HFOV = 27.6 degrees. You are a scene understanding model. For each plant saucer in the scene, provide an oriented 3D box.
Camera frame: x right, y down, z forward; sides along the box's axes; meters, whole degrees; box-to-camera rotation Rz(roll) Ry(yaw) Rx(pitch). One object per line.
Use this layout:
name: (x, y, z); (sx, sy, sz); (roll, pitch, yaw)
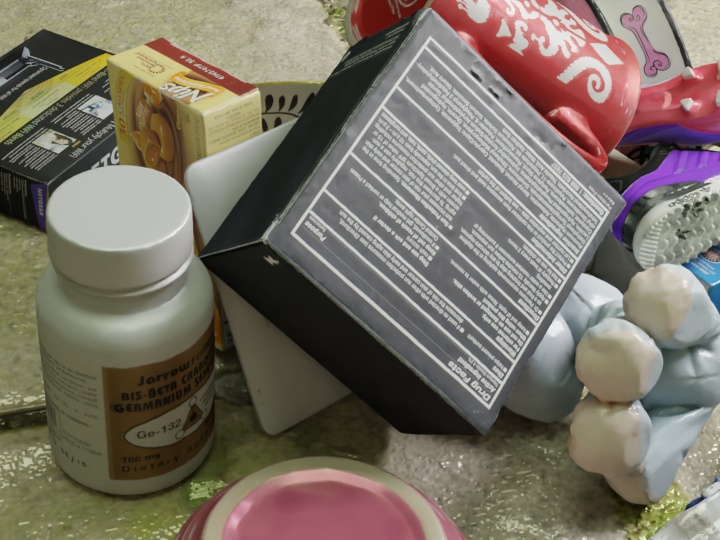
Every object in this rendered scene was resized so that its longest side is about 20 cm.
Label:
plant saucer: (-0.023, 0.185, 0.900); (0.199, 0.051, 0.201); (2, 39, -2)

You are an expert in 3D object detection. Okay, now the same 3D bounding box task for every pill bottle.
pill bottle: (-0.151, 0.039, 0.951); (0.114, 0.201, 0.115); (2, 38, -2)

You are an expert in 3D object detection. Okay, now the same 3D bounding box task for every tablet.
tablet: (-0.044, 0.000, 1.026); (0.130, 0.201, 0.014); (-27, 21, -34)

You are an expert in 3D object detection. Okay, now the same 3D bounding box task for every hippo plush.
hippo plush: (0.170, 0.042, 1.010); (0.200, 0.160, 0.161); (-43, 44, -21)

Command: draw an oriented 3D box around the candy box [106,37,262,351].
candy box: (-0.122, -0.054, 1.065); (0.055, 0.201, 0.115); (-28, 43, -32)

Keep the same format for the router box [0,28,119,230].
router box: (-0.271, -0.127, 1.269); (0.157, 0.052, 0.200); (21, 41, 20)

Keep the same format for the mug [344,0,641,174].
mug: (0.107, -0.158, 1.077); (0.200, 0.134, 0.177); (29, -1, -34)

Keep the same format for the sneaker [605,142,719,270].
sneaker: (0.265, -0.069, 1.123); (0.199, 0.070, 0.100); (-16, 38, -26)

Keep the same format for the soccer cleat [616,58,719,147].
soccer cleat: (0.224, -0.120, 1.164); (0.199, 0.076, 0.067); (-7, 60, 36)

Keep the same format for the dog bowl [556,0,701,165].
dog bowl: (0.220, -0.177, 1.276); (0.074, 0.201, 0.200); (-23, 42, -2)

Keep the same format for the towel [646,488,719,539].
towel: (0.202, 0.210, 0.857); (0.199, 0.024, 0.147); (-31, 48, -8)

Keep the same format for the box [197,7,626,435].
box: (0.035, -0.027, 0.979); (0.200, 0.123, 0.199); (42, 67, -18)

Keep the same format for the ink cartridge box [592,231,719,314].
ink cartridge box: (0.300, -0.029, 1.185); (0.199, 0.067, 0.116); (-24, 46, -30)

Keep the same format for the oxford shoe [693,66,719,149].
oxford shoe: (0.308, -0.140, 1.250); (0.058, 0.200, 0.075); (-25, 87, -1)

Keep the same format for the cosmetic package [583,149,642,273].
cosmetic package: (0.139, -0.083, 1.236); (0.105, 0.071, 0.200); (-26, 47, -32)

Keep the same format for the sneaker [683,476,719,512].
sneaker: (0.257, 0.145, 0.956); (0.088, 0.076, 0.200); (9, 38, 6)

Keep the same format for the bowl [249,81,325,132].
bowl: (-0.031, -0.080, 1.172); (0.200, 0.201, 0.095); (4, 81, 0)
